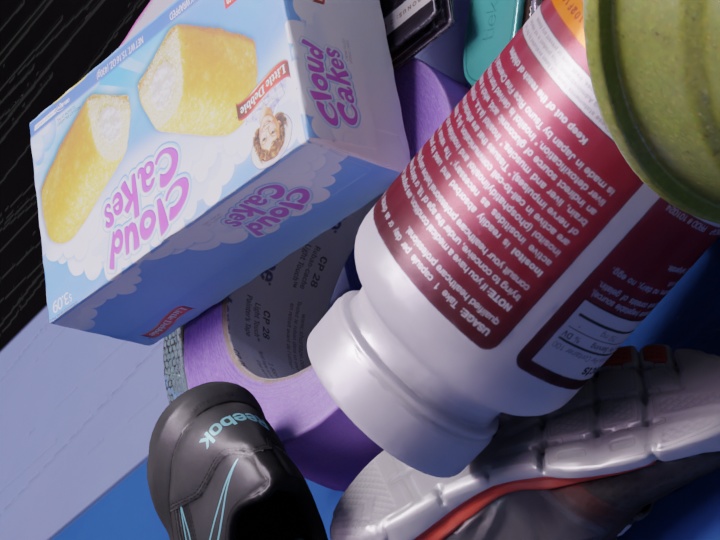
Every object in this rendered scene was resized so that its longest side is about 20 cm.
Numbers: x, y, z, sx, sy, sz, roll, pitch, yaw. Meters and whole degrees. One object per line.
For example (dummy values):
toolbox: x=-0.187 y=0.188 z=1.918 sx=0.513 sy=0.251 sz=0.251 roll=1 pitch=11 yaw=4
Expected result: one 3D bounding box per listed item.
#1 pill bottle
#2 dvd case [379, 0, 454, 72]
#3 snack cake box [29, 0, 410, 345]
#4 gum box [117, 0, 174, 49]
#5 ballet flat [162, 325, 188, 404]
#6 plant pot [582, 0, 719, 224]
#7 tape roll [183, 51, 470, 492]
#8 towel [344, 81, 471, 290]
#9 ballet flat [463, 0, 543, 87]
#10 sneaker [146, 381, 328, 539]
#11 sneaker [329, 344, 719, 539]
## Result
pill bottle: x=0.071 y=-0.018 z=0.875 sx=0.200 sy=0.113 sz=0.113 roll=-49 pitch=34 yaw=17
dvd case: x=-0.017 y=-0.162 z=1.094 sx=0.148 sy=0.016 sz=0.201 roll=-36 pitch=46 yaw=37
snack cake box: x=-0.072 y=-0.059 z=1.042 sx=0.199 sy=0.067 sz=0.116 roll=-33 pitch=56 yaw=39
gum box: x=-0.048 y=-0.147 z=1.256 sx=0.200 sy=0.113 sz=0.066 roll=-50 pitch=33 yaw=33
ballet flat: x=-0.071 y=0.028 z=1.160 sx=0.074 sy=0.074 sz=0.202 roll=21 pitch=122 yaw=62
plant pot: x=0.207 y=-0.085 z=0.719 sx=0.184 sy=0.199 sz=0.202 roll=29 pitch=98 yaw=50
tape roll: x=0.000 y=0.000 z=1.042 sx=0.200 sy=0.065 sz=0.201 roll=-34 pitch=42 yaw=38
towel: x=0.058 y=-0.032 z=1.102 sx=0.200 sy=0.024 sz=0.145 roll=-50 pitch=32 yaw=29
ballet flat: x=0.088 y=-0.175 z=1.025 sx=0.072 sy=0.072 sz=0.202 roll=0 pitch=84 yaw=60
sneaker: x=-0.050 y=0.151 z=0.975 sx=0.079 sy=0.075 sz=0.202 roll=31 pitch=136 yaw=49
sneaker: x=0.086 y=0.096 z=0.930 sx=0.199 sy=0.082 sz=0.077 roll=-21 pitch=27 yaw=30
